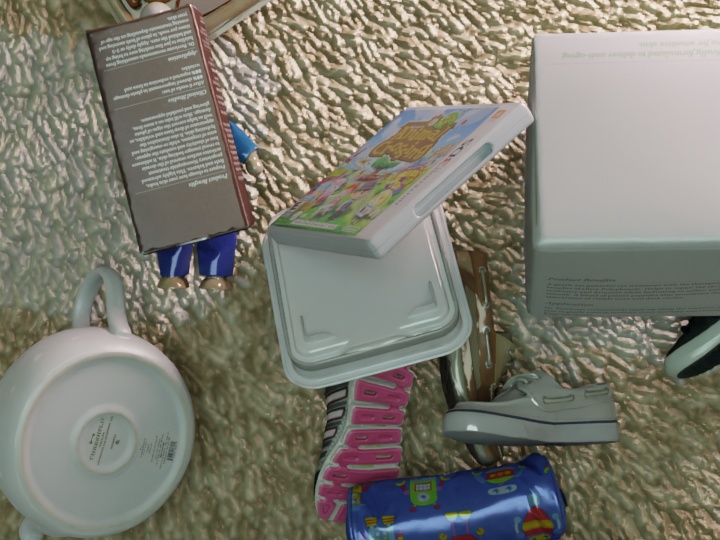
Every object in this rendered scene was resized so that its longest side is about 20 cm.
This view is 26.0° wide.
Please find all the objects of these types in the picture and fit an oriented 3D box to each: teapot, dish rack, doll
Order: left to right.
[{"bbox_3d":[-0.252,0.132,1.397,0.200,0.146,0.198,-36,116,-18],"label":"teapot"},{"bbox_3d":[-0.157,-0.084,1.433,0.135,0.048,0.202,2,91,1],"label":"doll"},{"bbox_3d":[0.000,0.000,1.372,0.170,0.044,0.201,-14,51,2],"label":"dish rack"}]

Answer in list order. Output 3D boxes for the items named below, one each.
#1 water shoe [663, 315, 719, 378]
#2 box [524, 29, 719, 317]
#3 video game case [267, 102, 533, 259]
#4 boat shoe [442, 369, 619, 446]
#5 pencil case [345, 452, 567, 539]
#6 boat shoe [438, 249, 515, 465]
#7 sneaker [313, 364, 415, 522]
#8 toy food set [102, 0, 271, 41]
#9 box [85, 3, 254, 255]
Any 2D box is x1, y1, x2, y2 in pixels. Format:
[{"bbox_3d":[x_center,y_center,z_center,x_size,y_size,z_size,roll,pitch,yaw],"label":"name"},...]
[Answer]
[{"bbox_3d":[0.339,0.014,1.415,0.200,0.072,0.079,-42,67,-1],"label":"water shoe"},{"bbox_3d":[0.239,-0.079,1.328,0.197,0.171,0.202,0,70,4],"label":"box"},{"bbox_3d":[0.029,-0.080,1.320,0.182,0.200,0.022,-42,111,-18],"label":"video game case"},{"bbox_3d":[0.153,0.120,1.375,0.199,0.072,0.066,5,78,-33],"label":"boat shoe"},{"bbox_3d":[0.085,0.212,1.376,0.198,0.087,0.078,-11,135,2],"label":"pencil case"},{"bbox_3d":[0.107,0.077,1.413,0.071,0.076,0.202,-14,97,-7],"label":"boat shoe"},{"bbox_3d":[-0.003,0.133,1.421,0.073,0.088,0.201,4,114,-20],"label":"sneaker"},{"bbox_3d":[-0.185,-0.295,1.426,0.143,0.060,0.201,-33,90,2],"label":"toy food set"},{"bbox_3d":[-0.165,-0.123,1.370,0.099,0.075,0.202,-13,92,3],"label":"box"}]
